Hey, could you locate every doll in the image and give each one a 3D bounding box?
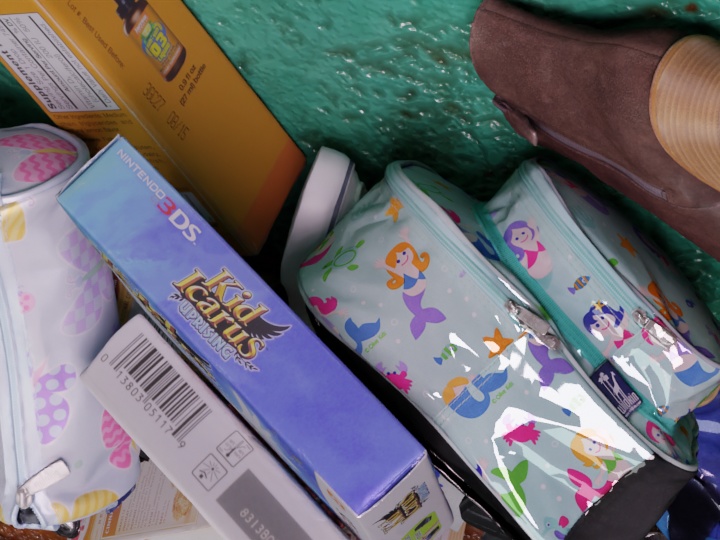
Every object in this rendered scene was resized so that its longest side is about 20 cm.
[{"bbox_3d":[0.191,0.115,1.409,0.136,0.049,0.200,15,144,19],"label":"doll"}]

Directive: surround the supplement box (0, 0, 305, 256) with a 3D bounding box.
[{"bbox_3d":[-0.111,-0.092,1.299,0.069,0.067,0.200,3,143,39],"label":"supplement box"}]

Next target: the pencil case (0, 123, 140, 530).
[{"bbox_3d":[-0.163,0.029,1.311,0.083,0.091,0.201,10,121,26],"label":"pencil case"}]

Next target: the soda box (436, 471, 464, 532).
[{"bbox_3d":[0.054,0.065,1.427,0.068,0.064,0.200,25,150,3],"label":"soda box"}]

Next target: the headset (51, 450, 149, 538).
[{"bbox_3d":[-0.158,0.105,1.546,0.123,0.094,0.200,-21,175,8],"label":"headset"}]

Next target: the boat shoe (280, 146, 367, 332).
[{"bbox_3d":[0.000,0.000,1.370,0.065,0.074,0.200,15,160,8],"label":"boat shoe"}]

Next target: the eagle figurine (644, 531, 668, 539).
[{"bbox_3d":[0.222,0.235,1.543,0.152,0.151,0.200,-46,74,19],"label":"eagle figurine"}]

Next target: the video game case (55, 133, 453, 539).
[{"bbox_3d":[-0.044,0.044,1.223,0.200,0.045,0.181,46,173,14],"label":"video game case"}]

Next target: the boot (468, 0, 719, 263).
[{"bbox_3d":[0.148,-0.046,1.201,0.166,0.072,0.200,21,158,37],"label":"boot"}]

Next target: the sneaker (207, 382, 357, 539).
[{"bbox_3d":[-0.048,0.093,1.475,0.200,0.080,0.075,60,163,27],"label":"sneaker"}]

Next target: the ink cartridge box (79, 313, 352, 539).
[{"bbox_3d":[-0.046,0.118,1.316,0.163,0.057,0.200,45,180,24],"label":"ink cartridge box"}]

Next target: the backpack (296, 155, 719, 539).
[{"bbox_3d":[0.072,0.031,1.234,0.200,0.151,0.178,38,-170,4],"label":"backpack"}]

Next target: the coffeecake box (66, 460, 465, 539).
[{"bbox_3d":[-0.059,0.158,1.626,0.153,0.073,0.200,29,153,-33],"label":"coffeecake box"}]

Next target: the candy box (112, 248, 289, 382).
[{"bbox_3d":[-0.138,-0.002,1.414,0.199,0.057,0.117,17,-169,12],"label":"candy box"}]

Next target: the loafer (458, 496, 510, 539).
[{"bbox_3d":[0.098,0.115,1.411,0.073,0.072,0.200,24,170,7],"label":"loafer"}]
